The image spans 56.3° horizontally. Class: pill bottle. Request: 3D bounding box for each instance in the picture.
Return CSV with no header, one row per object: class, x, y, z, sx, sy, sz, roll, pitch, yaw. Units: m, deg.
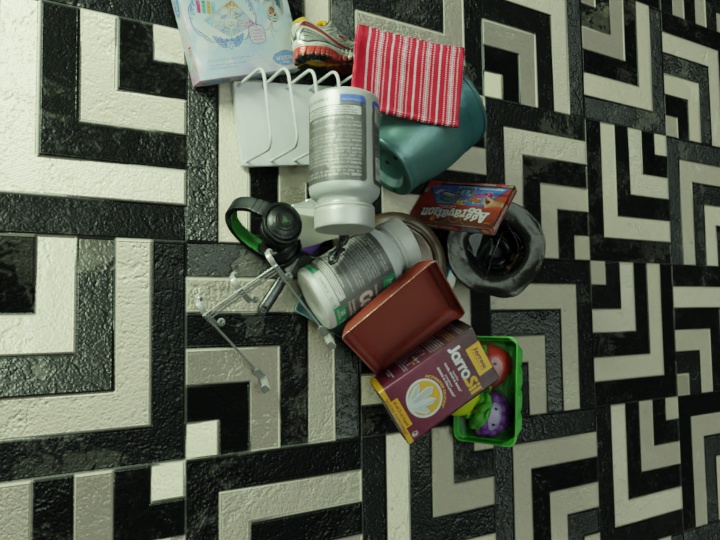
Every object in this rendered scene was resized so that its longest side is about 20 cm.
pill bottle,0.000,0.000,1.142,0.197,0.113,0.115,-32,103,-16
pill bottle,-0.025,-0.163,1.030,0.111,0.113,0.206,4,82,-31

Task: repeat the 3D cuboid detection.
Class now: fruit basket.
fruit basket,0.224,0.228,1.292,0.213,0.152,0.223,4,85,-55

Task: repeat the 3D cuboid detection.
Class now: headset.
headset,-0.120,-0.062,1.080,0.196,0.125,0.095,24,61,9

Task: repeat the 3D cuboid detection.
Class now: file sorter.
file sorter,-0.099,-0.258,1.133,0.196,0.123,0.143,-7,89,-32

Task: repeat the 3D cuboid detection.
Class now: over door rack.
over door rack,-0.152,0.079,1.080,0.146,0.067,0.202,-32,118,2

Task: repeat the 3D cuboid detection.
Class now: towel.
towel,0.079,-0.326,1.127,0.194,0.022,0.149,9,80,-9

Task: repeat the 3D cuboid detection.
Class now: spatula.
spatula,-0.121,-0.009,1.160,0.056,0.020,0.203,37,69,-18

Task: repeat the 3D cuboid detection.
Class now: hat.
hat,0.255,-0.047,1.315,0.194,0.081,0.207,-1,96,-6

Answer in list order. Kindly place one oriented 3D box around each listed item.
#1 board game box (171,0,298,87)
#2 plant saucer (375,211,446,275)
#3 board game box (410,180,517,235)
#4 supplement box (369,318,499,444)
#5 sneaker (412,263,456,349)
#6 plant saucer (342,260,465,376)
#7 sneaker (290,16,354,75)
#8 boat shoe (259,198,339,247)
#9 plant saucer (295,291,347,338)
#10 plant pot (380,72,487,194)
board game box,-0.208,-0.422,1.122,0.196,0.043,0.205,-17,96,-32
plant saucer,0.067,-0.010,1.231,0.194,0.032,0.207,1,81,-8
board game box,0.187,-0.120,1.262,0.020,0.197,0.104,48,64,-39
supplement box,0.129,0.191,1.180,0.198,0.086,0.112,-34,101,-6
sneaker,0.141,0.086,1.295,0.080,0.076,0.205,26,81,-31
plant saucer,0.073,0.083,1.163,0.198,0.037,0.201,-39,142,0
sneaker,-0.045,-0.399,1.186,0.198,0.077,0.085,-10,85,-53
boat shoe,-0.073,-0.094,1.142,0.194,0.069,0.073,-13,123,9
plant saucer,-0.030,0.087,1.214,0.198,0.019,0.071,33,69,-27
plant pot,0.097,-0.250,1.223,0.188,0.199,0.201,-47,110,-20
